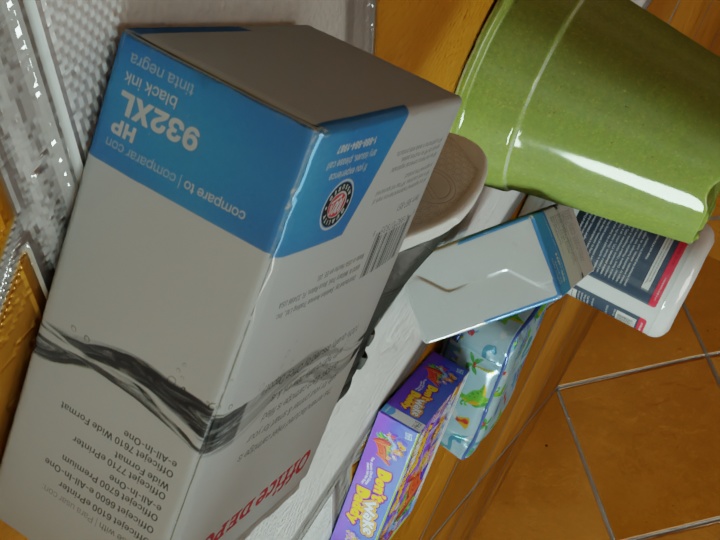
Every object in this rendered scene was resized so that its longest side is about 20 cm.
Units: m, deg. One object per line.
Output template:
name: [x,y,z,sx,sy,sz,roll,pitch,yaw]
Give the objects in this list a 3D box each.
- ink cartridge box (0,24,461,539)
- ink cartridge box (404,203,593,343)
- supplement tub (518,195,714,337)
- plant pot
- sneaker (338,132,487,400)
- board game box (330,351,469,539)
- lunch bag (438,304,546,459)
ink cartridge box: [-0.051,0.011,0.448,0.145,0.083,0.201,-29,144,-64]
ink cartridge box: [0.121,-0.005,0.913,0.115,0.068,0.200,-20,180,22]
supplement tub: [0.281,-0.027,1.255,0.141,0.199,0.141,-55,164,-25]
plant pot: [0.186,-0.113,0.820,0.200,0.189,0.200,-54,164,-24]
sneaker: [0.000,0.000,0.638,0.200,0.071,0.099,-45,159,-34]
board game box: [0.036,0.198,1.132,0.134,0.045,0.201,-40,153,-55]
lunch bag: [0.137,0.094,1.216,0.161,0.082,0.201,-43,155,-49]
